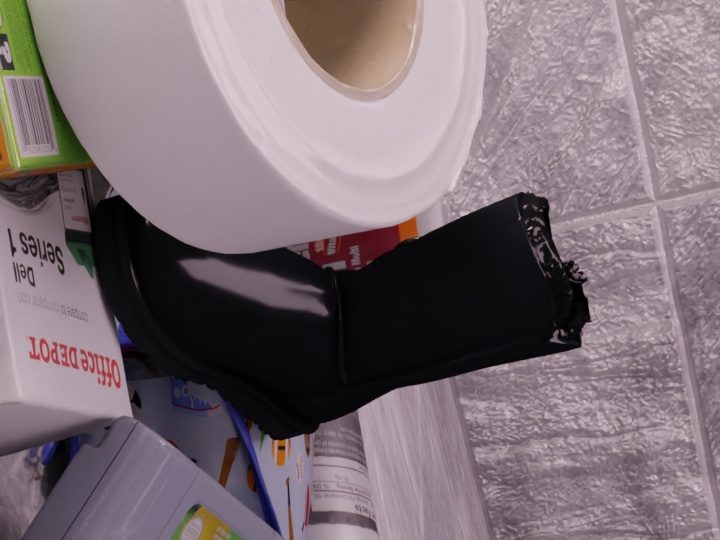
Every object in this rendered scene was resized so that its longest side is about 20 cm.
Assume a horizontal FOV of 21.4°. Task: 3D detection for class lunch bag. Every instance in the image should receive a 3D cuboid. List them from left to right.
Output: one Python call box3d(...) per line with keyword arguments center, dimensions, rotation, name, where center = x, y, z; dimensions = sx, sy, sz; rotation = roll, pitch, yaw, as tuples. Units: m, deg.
box3d(center=(-0.093, 0.057, 0.966), dimensions=(0.170, 0.123, 0.200), rotation=(-91, 174, -51), name="lunch bag")

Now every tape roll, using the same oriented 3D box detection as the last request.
box3d(center=(-0.032, -0.108, 0.715), dimensions=(0.202, 0.071, 0.203), rotation=(20, 65, -52), name="tape roll")

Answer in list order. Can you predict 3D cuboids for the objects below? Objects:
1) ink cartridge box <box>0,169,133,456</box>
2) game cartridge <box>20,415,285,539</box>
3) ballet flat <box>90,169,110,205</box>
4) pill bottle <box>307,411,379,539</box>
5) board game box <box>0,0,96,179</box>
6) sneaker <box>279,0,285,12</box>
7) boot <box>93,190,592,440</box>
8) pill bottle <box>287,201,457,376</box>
box3d(center=(-0.158, -0.031, 0.727), dimensions=(0.146, 0.084, 0.201), rotation=(34, 44, -79), name="ink cartridge box")
box3d(center=(-0.098, 0.146, 0.807), dimensions=(0.134, 0.040, 0.200), rotation=(-55, 158, -9), name="game cartridge")
box3d(center=(-0.113, -0.044, 1.062), dimensions=(0.068, 0.068, 0.200), rotation=(58, -7, 13), name="ballet flat")
box3d(center=(-0.049, 0.143, 1.200), dimensions=(0.113, 0.113, 0.201), rotation=(63, 17, -65), name="pill bottle")
box3d(center=(-0.114, -0.085, 0.714), dimensions=(0.200, 0.030, 0.096), rotation=(-25, 103, -77), name="board game box")
box3d(center=(-0.100, -0.223, 1.027), dimensions=(0.201, 0.074, 0.118), rotation=(62, -5, 22), name="sneaker")
box3d(center=(0.000, 0.000, 0.821), dimensions=(0.200, 0.168, 0.077), rotation=(46, 29, -54), name="boot")
box3d(center=(-0.039, 0.026, 1.115), dimensions=(0.110, 0.199, 0.110), rotation=(-12, 90, -83), name="pill bottle")
